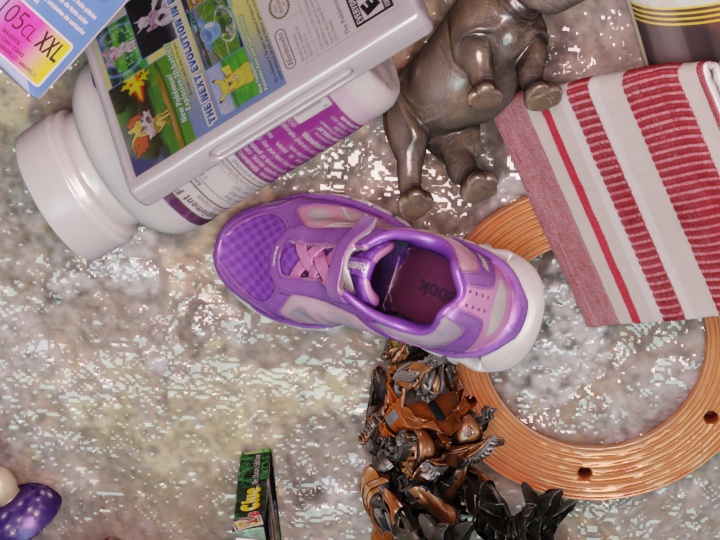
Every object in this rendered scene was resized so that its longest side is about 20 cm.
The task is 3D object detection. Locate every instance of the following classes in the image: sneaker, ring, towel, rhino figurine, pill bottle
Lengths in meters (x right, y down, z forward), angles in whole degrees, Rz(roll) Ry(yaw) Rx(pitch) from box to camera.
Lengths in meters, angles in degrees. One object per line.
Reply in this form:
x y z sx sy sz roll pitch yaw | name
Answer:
0.000 0.000 1.650 0.199 0.088 0.081 13 89 27 | sneaker
0.136 0.041 1.732 0.199 0.019 0.202 1 113 2 | ring
0.156 -0.040 1.602 0.023 0.200 0.145 -31 103 -28 | towel
0.073 -0.121 1.614 0.059 0.088 0.200 11 134 -29 | rhino figurine
-0.087 -0.090 1.637 0.199 0.112 0.113 -30 108 14 | pill bottle

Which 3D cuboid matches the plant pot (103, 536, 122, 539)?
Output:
-0.168 0.264 1.756 0.179 0.200 0.200 -44 105 1 | plant pot

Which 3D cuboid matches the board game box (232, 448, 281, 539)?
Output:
-0.053 0.219 1.767 0.023 0.105 0.201 -6 112 0 | board game box

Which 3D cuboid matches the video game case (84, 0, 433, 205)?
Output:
-0.068 -0.156 1.576 0.182 0.201 0.022 -31 144 14 | video game case

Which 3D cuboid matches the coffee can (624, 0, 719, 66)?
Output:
0.204 -0.175 1.571 0.145 0.147 0.201 -16 111 9 | coffee can

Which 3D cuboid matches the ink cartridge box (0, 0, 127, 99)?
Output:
-0.143 -0.202 1.558 0.200 0.136 0.076 -46 119 -1 | ink cartridge box

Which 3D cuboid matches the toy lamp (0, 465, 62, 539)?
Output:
-0.253 0.074 1.743 0.058 0.058 0.200 -30 111 14 | toy lamp

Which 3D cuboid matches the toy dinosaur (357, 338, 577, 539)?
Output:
0.046 0.128 1.729 0.102 0.136 0.201 -33 134 -19 | toy dinosaur
